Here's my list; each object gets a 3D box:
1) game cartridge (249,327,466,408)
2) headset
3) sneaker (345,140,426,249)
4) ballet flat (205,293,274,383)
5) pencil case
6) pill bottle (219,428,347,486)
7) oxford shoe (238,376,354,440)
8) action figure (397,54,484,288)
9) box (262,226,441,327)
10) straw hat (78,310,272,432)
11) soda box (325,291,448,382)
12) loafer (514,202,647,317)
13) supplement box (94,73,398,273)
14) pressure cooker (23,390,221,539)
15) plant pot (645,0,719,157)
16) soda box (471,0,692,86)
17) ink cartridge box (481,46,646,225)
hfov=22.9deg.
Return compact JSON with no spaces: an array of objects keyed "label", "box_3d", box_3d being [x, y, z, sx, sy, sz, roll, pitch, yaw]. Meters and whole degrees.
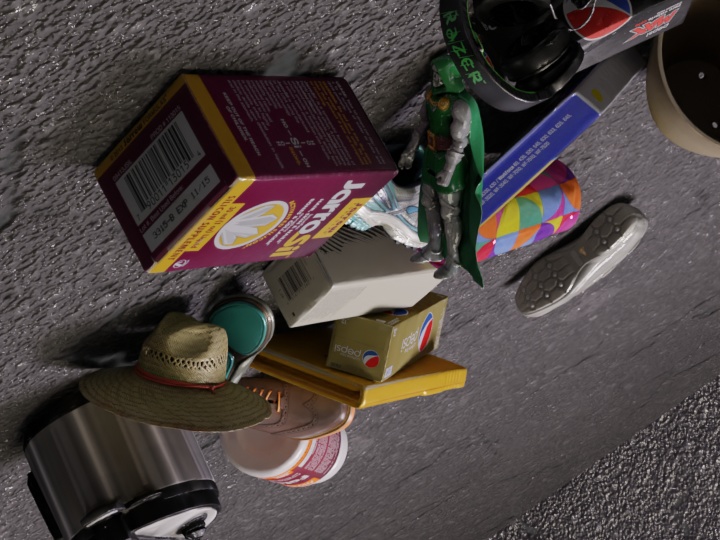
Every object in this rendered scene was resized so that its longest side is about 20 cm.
[{"label":"game cartridge","box_3d":[-0.006,0.105,1.970,0.199,0.175,0.033,-3,107,-54]},{"label":"headset","box_3d":[0.143,-0.203,1.428,0.094,0.124,0.200,-22,-176,39]},{"label":"sneaker","box_3d":[0.043,-0.077,1.684,0.086,0.078,0.200,-41,160,21]},{"label":"ballet flat","box_3d":[-0.128,0.064,1.841,0.064,0.067,0.200,-51,179,-38]},{"label":"pencil case","box_3d":[0.141,-0.062,1.865,0.199,0.089,0.088,-15,157,-39]},{"label":"pill bottle","box_3d":[-0.088,0.202,2.160,0.114,0.115,0.200,-32,161,8]},{"label":"oxford shoe","box_3d":[-0.100,0.150,1.954,0.199,0.072,0.073,-2,173,31]},{"label":"action figure","box_3d":[0.074,-0.096,1.586,0.054,0.118,0.202,-13,116,-29]},{"label":"box","box_3d":[0.000,0.000,1.831,0.199,0.069,0.082,-8,152,-50]},{"label":"straw hat","box_3d":[-0.174,0.086,1.750,0.200,0.200,0.086,-5,110,-53]},{"label":"soda box","box_3d":[0.032,0.065,1.948,0.200,0.067,0.065,-22,126,-69]},{"label":"loafer","box_3d":[0.281,-0.007,2.247,0.200,0.070,0.070,-39,152,23]},{"label":"supplement box","box_3d":[-0.090,-0.079,1.425,0.199,0.104,0.131,-8,151,-51]},{"label":"pressure cooker","box_3d":[-0.240,0.226,1.840,0.175,0.201,0.179,-17,161,-33]},{"label":"plant pot","box_3d":[0.355,-0.186,1.752,0.186,0.188,0.200,-27,175,-10]},{"label":"soda box","box_3d":[0.193,-0.219,1.554,0.199,0.064,0.071,-26,162,-14]},{"label":"ink cartridge box","box_3d":[0.172,-0.120,1.711,0.198,0.047,0.200,-43,-177,37]}]
